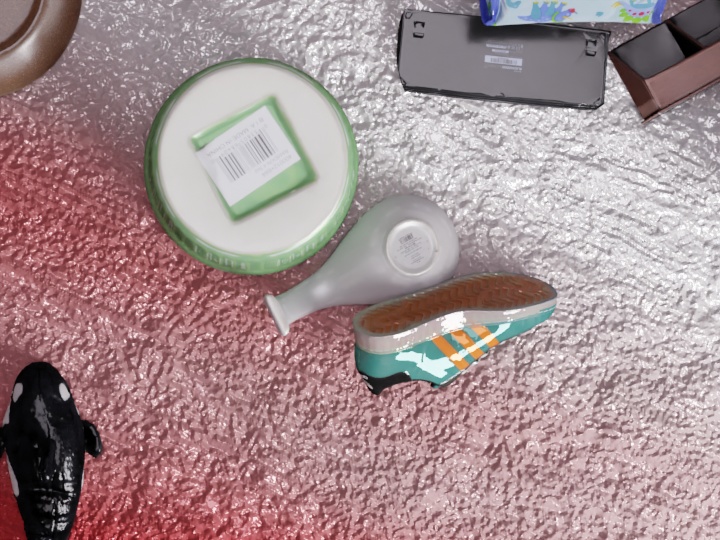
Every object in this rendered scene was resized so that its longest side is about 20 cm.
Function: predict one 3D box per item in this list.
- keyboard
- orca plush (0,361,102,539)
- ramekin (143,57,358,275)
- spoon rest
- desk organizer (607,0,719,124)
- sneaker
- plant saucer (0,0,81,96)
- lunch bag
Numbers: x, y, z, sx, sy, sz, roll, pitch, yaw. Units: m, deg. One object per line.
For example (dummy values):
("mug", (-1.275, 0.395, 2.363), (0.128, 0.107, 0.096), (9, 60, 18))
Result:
("keyboard", (0.135, -0.220, 1.568), (0.199, 0.021, 0.128), (6, 90, -5))
("orca plush", (-0.294, 0.185, 1.505), (0.105, 0.071, 0.201), (15, 88, -4))
("ramekin", (-0.097, -0.096, 1.509), (0.199, 0.098, 0.201), (0, 89, -4))
("spoon rest", (0.000, 0.000, 1.544), (0.199, 0.061, 0.100), (-25, 92, -17))
("desk organizer", (0.336, -0.220, 1.557), (0.199, 0.072, 0.077), (-29, 89, -4))
("sneaker", (0.087, 0.059, 1.542), (0.199, 0.071, 0.080), (-13, 124, -16))
("plant saucer", (-0.354, -0.258, 1.526), (0.199, 0.037, 0.202), (0, 90, -5))
("lunch bag", (0.186, -0.324, 1.522), (0.169, 0.128, 0.201), (-2, 60, -6))
